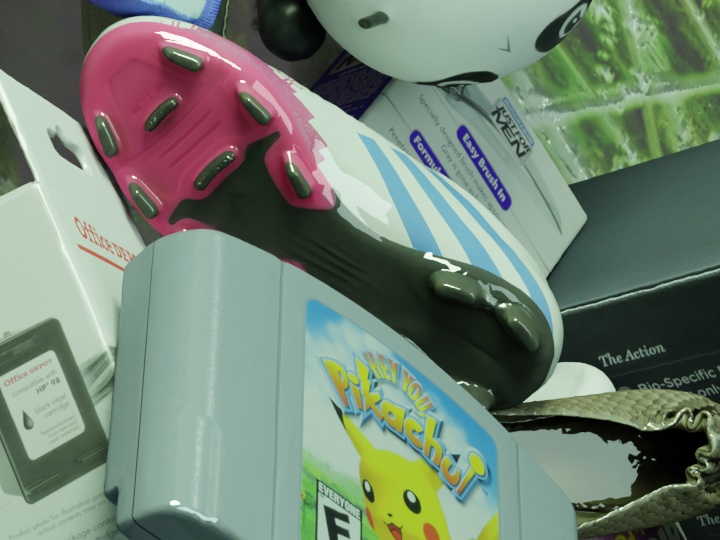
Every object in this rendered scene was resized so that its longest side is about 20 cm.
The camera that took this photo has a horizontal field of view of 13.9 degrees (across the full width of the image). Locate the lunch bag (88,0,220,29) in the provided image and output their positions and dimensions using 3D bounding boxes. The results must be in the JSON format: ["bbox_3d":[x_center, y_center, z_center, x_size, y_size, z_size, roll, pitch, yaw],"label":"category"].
[{"bbox_3d":[-0.120,-0.190,1.013,0.170,0.127,0.200,20,54,-43],"label":"lunch bag"}]

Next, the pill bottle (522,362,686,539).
[{"bbox_3d":[0.086,0.146,1.149,0.112,0.112,0.200,-40,108,-47],"label":"pill bottle"}]

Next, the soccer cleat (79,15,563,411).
[{"bbox_3d":[-0.014,-0.023,1.045,0.200,0.070,0.086,38,19,-11],"label":"soccer cleat"}]

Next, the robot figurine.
[{"bbox_3d":[0.033,-0.150,1.126,0.125,0.150,0.200,10,29,-7],"label":"robot figurine"}]

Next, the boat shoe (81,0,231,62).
[{"bbox_3d":[-0.058,-0.137,1.107,0.068,0.072,0.200,28,56,-39],"label":"boat shoe"}]

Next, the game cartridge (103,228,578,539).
[{"bbox_3d":[0.002,0.076,0.939,0.200,0.040,0.133,38,31,-32],"label":"game cartridge"}]

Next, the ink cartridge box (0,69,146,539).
[{"bbox_3d":[-0.093,0.046,0.962,0.200,0.067,0.116,66,8,14],"label":"ink cartridge box"}]

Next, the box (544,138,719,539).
[{"bbox_3d":[0.168,0.055,1.205,0.200,0.196,0.117,57,43,-19],"label":"box"}]

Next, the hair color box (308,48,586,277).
[{"bbox_3d":[0.000,0.000,1.137,0.109,0.065,0.200,56,46,-19],"label":"hair color box"}]

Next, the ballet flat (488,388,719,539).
[{"bbox_3d":[0.052,0.076,1.047,0.200,0.046,0.068,-7,83,-23],"label":"ballet flat"}]
